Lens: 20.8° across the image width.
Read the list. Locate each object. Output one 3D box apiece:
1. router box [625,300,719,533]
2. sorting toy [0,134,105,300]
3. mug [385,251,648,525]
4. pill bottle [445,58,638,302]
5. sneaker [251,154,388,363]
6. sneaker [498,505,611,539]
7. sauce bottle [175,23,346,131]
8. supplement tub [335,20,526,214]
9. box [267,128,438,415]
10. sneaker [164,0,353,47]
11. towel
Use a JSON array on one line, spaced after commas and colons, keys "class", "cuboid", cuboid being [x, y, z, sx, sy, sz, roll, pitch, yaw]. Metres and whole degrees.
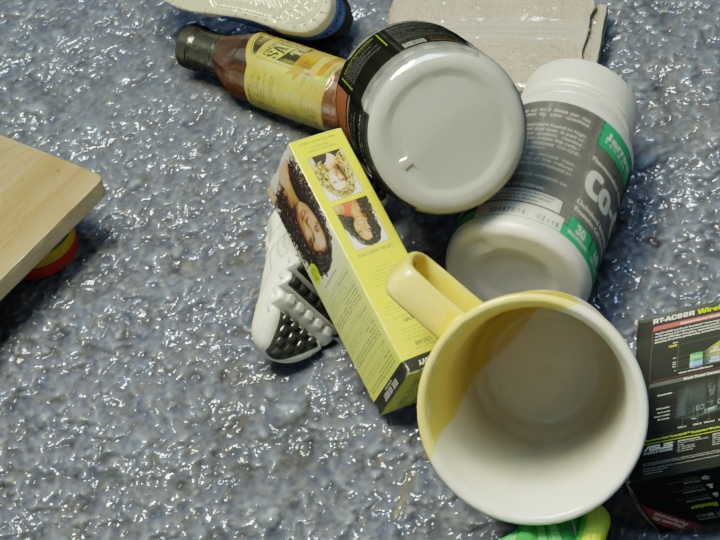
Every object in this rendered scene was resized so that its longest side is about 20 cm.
[{"class": "router box", "cuboid": [0.281, 0.085, 1.317, 0.199, 0.062, 0.150, -14, 42, 26]}, {"class": "sorting toy", "cuboid": [-0.337, -0.019, 1.604, 0.198, 0.070, 0.200, 21, 54, 30]}, {"class": "mug", "cuboid": [0.115, 0.061, 1.321, 0.149, 0.188, 0.153, -17, 6, 11]}, {"class": "pill bottle", "cuboid": [0.145, -0.063, 1.498, 0.112, 0.113, 0.201, 7, 48, 20]}, {"class": "sneaker", "cuboid": [-0.043, -0.009, 1.532, 0.081, 0.075, 0.201, -9, 44, 39]}, {"class": "sneaker", "cuboid": [0.101, 0.225, 1.256, 0.083, 0.074, 0.200, 11, 40, 20]}, {"class": "sauce bottle", "cuboid": [-0.077, -0.170, 1.693, 0.199, 0.066, 0.066, 22, 54, 31]}, {"class": "supplement tub", "cuboid": [0.047, -0.120, 1.465, 0.122, 0.123, 0.200, -17, 17, -3]}, {"class": "box", "cuboid": [0.000, 0.000, 1.440, 0.050, 0.075, 0.201, -19, 68, -26]}, {"class": "sneaker", "cuboid": [-0.101, -0.250, 1.746, 0.199, 0.111, 0.077, 18, 92, 17]}, {"class": "towel", "cuboid": [0.111, -0.191, 1.690, 0.199, 0.035, 0.133, 0, 45, 15]}]
